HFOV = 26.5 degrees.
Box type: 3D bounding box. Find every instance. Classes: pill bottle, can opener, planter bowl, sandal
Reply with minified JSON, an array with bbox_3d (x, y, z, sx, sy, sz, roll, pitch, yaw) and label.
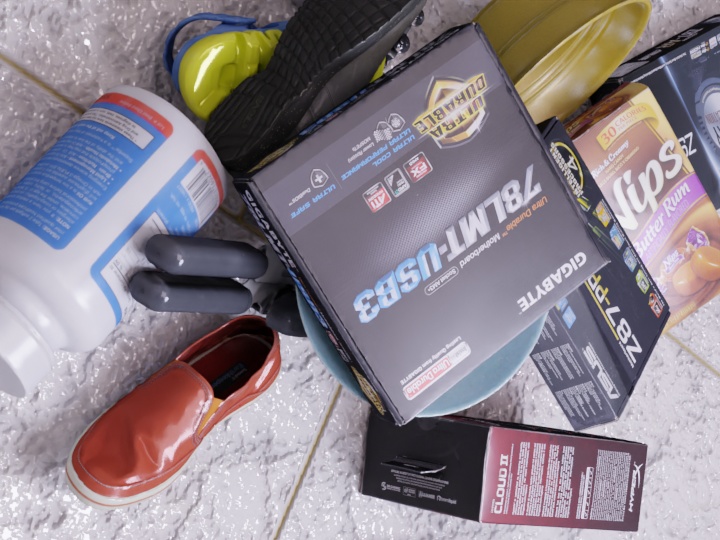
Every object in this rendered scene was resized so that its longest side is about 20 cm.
[{"bbox_3d":[-0.188,-0.018,1.015,0.200,0.112,0.113,-50,119,-25],"label":"pill bottle"},{"bbox_3d":[-0.075,0.012,1.049,0.199,0.066,0.054,4,112,-63],"label":"can opener"},{"bbox_3d":[0.137,-0.179,1.254,0.199,0.201,0.084,-30,73,-33],"label":"planter bowl"},{"bbox_3d":[-0.065,-0.158,1.123,0.199,0.087,0.080,-4,115,-42],"label":"sandal"}]

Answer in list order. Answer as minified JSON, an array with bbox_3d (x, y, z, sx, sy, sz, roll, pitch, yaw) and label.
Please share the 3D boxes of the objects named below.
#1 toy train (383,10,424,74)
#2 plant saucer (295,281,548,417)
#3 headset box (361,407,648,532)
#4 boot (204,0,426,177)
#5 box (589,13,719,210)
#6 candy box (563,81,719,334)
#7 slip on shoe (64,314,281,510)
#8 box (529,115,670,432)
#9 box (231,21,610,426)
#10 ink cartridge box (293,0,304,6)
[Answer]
[{"bbox_3d":[0.024,-0.202,1.225,0.046,0.034,0.201,35,71,-20],"label":"toy train"},{"bbox_3d":[0.042,0.001,1.092,0.199,0.039,0.204,-1,93,-20],"label":"plant saucer"},{"bbox_3d":[0.108,0.159,1.228,0.198,0.148,0.078,9,86,-38],"label":"headset box"},{"bbox_3d":[-0.016,-0.119,1.093,0.200,0.068,0.131,-45,144,-3],"label":"boot"},{"bbox_3d":[0.310,-0.136,1.442,0.199,0.043,0.162,-28,108,-34],"label":"box"},{"bbox_3d":[0.244,-0.050,1.350,0.116,0.056,0.201,-35,106,-4],"label":"candy box"},{"bbox_3d":[-0.129,0.094,1.080,0.199,0.074,0.062,-37,157,-36],"label":"slip on shoe"},{"bbox_3d":[0.163,0.000,1.216,0.201,0.049,0.161,58,40,-14],"label":"box"},{"bbox_3d":[0.045,-0.033,1.047,0.199,0.050,0.200,-35,103,-15],"label":"box"},{"bbox_3d":[-0.050,-0.283,1.153,0.200,0.050,0.110,40,68,-30],"label":"ink cartridge box"}]
